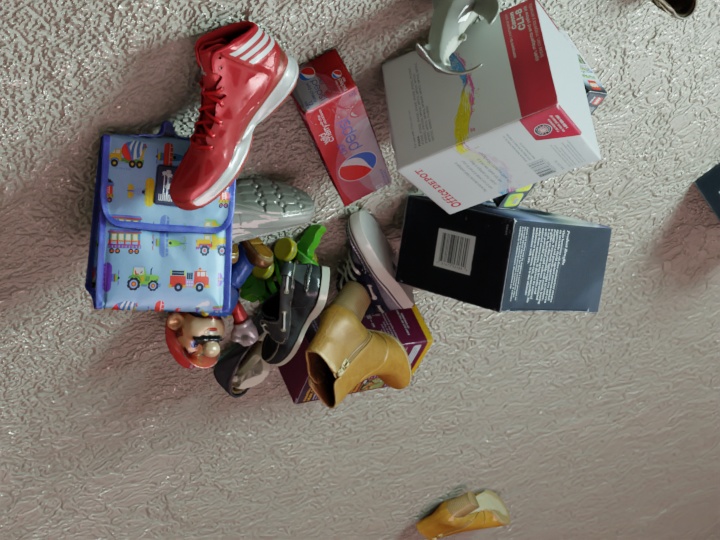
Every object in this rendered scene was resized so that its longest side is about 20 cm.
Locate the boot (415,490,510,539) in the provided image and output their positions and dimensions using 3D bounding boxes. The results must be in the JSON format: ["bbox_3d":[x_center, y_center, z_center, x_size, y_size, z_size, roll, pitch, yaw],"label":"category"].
[{"bbox_3d":[0.209,0.510,2.660,0.143,0.071,0.200,-34,146,22],"label":"boot"}]

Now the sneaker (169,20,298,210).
[{"bbox_3d":[-0.156,-0.169,1.332,0.201,0.078,0.115,-59,138,-11],"label":"sneaker"}]

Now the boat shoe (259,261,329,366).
[{"bbox_3d":[-0.097,0.053,1.643,0.067,0.073,0.201,9,144,-17],"label":"boat shoe"}]

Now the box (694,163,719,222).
[{"bbox_3d":[0.627,-0.080,2.027,0.107,0.150,0.199,-36,149,15],"label":"box"}]

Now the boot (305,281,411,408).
[{"bbox_3d":[-0.008,0.130,1.717,0.070,0.145,0.202,0,134,34],"label":"boot"}]

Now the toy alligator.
[{"bbox_3d":[-0.115,0.017,1.682,0.199,0.055,0.059,-38,147,16],"label":"toy alligator"}]

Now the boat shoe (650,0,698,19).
[{"bbox_3d":[0.347,-0.355,1.474,0.074,0.075,0.202,-35,148,12],"label":"boat shoe"}]

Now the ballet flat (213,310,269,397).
[{"bbox_3d":[-0.130,0.106,1.788,0.073,0.074,0.200,11,132,-46],"label":"ballet flat"}]

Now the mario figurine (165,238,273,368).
[{"bbox_3d":[-0.177,0.053,1.631,0.122,0.106,0.201,26,122,-7],"label":"mario figurine"}]

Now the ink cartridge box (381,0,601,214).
[{"bbox_3d":[0.145,-0.179,1.463,0.198,0.146,0.145,-20,153,22],"label":"ink cartridge box"}]

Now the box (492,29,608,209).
[{"bbox_3d":[0.209,-0.183,1.587,0.034,0.111,0.201,1,138,-38],"label":"box"}]

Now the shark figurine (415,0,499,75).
[{"bbox_3d":[0.089,-0.276,1.369,0.089,0.216,0.128,41,148,-19],"label":"shark figurine"}]

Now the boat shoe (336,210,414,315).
[{"bbox_3d":[0.000,0.000,1.737,0.092,0.075,0.201,-17,141,15],"label":"boat shoe"}]

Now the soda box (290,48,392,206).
[{"bbox_3d":[-0.023,-0.160,1.486,0.069,0.064,0.200,-27,150,0],"label":"soda box"}]

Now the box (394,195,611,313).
[{"bbox_3d":[0.186,-0.023,1.695,0.197,0.199,0.125,3,99,-42],"label":"box"}]

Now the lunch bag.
[{"bbox_3d":[-0.215,-0.063,1.418,0.148,0.094,0.203,2,103,-20],"label":"lunch bag"}]

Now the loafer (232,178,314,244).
[{"bbox_3d":[-0.151,-0.063,1.525,0.197,0.070,0.070,-3,136,-20],"label":"loafer"}]

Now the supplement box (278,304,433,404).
[{"bbox_3d":[-0.010,0.114,1.876,0.198,0.086,0.111,-7,143,-31],"label":"supplement box"}]
